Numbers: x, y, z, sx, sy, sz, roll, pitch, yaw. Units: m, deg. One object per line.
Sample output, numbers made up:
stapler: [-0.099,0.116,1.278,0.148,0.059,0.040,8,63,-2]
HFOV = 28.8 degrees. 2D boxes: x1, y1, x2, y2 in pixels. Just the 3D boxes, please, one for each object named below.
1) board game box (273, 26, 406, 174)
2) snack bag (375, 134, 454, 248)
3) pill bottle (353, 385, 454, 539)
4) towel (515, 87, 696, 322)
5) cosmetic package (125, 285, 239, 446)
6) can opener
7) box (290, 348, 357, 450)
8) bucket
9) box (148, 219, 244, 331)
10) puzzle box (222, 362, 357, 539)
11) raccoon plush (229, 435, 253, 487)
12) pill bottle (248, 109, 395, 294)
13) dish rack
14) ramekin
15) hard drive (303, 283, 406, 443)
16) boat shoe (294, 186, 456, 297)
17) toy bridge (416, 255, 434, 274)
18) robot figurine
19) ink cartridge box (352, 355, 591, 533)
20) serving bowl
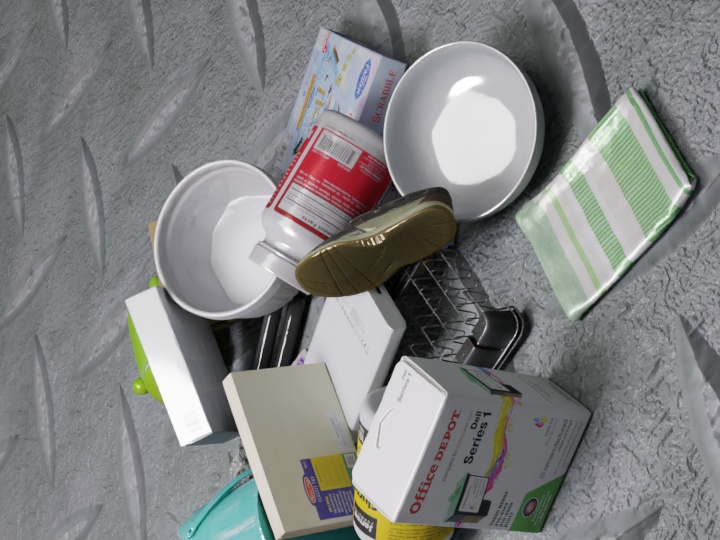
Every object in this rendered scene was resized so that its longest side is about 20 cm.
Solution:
board game box: [-0.030,-0.194,1.792,0.199,0.041,0.201,41,114,59]
snack bag: [0.058,-0.123,1.696,0.188,0.021,0.201,1,82,52]
pill bottle: [0.049,0.233,1.509,0.112,0.112,0.201,32,125,51]
towel: [0.247,-0.068,1.430,0.200,0.023,0.153,-50,46,32]
cosmetic package: [-0.219,0.124,1.800,0.052,0.151,0.201,-25,79,13]
can opener: [-0.098,0.045,1.848,0.067,0.053,0.201,-126,49,-84]
box: [-0.033,0.183,1.718,0.039,0.041,0.200,-52,43,29]
bucket: [-0.097,0.330,1.637,0.135,0.207,0.208,-37,53,30]
box: [-0.204,-0.010,1.938,0.163,0.021,0.201,-21,58,9]
puzzle box: [-0.069,0.204,1.607,0.025,0.133,0.201,-46,56,45]
raccoon plush: [-0.121,0.238,1.731,0.200,0.096,0.135,-100,21,-86]
pill bottle: [-0.045,-0.078,1.642,0.112,0.112,0.200,29,88,52]
dish rack: [0.084,0.049,1.570,0.154,0.054,0.200,-59,46,29]
ramekin: [-0.152,-0.032,1.781,0.199,0.105,0.201,-5,78,26]
hard drive: [-0.010,0.089,1.639,0.132,0.026,0.200,60,145,36]
boat shoe: [0.019,-0.033,1.553,0.200,0.072,0.066,-25,29,26]
toy bridge: [0.000,0.000,1.699,0.200,0.067,0.027,-5,107,51]
robot figurine: [-0.261,0.106,1.976,0.175,0.116,0.200,-42,49,24]
ink cartridge box: [0.111,0.176,1.397,0.084,0.199,0.145,38,112,50]
serving bowl: [0.123,-0.151,1.560,0.200,0.066,0.201,-1,88,36]
